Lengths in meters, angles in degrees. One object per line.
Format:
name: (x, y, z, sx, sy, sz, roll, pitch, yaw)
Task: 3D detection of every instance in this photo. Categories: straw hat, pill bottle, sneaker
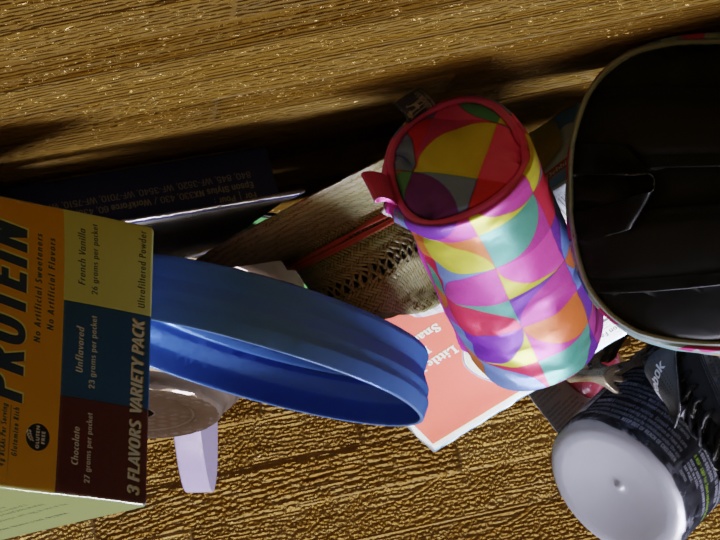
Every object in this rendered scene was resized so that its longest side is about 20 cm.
straw hat: (0.007, -0.009, 1.458, 0.201, 0.085, 0.201, -27, -179, 0)
pill bottle: (0.221, 0.090, 1.727, 0.200, 0.106, 0.106, -39, -167, -37)
sneaker: (0.216, 0.080, 1.604, 0.090, 0.067, 0.200, 8, -143, 2)

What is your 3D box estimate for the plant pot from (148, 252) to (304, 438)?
plant pot: (-0.135, 0.044, 1.609, 0.200, 0.093, 0.201, 1, 158, 0)

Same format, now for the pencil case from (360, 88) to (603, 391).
pencil case: (0.068, -0.013, 1.381, 0.088, 0.089, 0.200, -13, 146, 13)

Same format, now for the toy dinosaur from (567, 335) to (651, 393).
toy dinosaur: (0.118, 0.050, 1.654, 0.200, 0.058, 0.101, 7, 170, -43)

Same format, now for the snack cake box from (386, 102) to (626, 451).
snack cake box: (0.084, 0.007, 1.544, 0.200, 0.067, 0.115, -33, 123, 22)

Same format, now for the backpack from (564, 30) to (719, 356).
backpack: (0.208, -0.038, 1.366, 0.199, 0.178, 0.151, -2, 176, 8)

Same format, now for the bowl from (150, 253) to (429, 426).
bowl: (-0.056, 0.037, 1.426, 0.200, 0.040, 0.201, 15, 169, 3)

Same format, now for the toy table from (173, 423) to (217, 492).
toy table: (-0.163, 0.069, 1.819, 0.117, 0.201, 0.184, -2, -151, 2)

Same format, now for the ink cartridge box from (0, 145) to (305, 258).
ink cartridge box: (-0.150, -0.027, 1.411, 0.197, 0.047, 0.200, -10, 172, -18)

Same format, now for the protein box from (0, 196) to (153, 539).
protein box: (-0.233, 0.046, 1.228, 0.199, 0.135, 0.198, 11, 162, -37)

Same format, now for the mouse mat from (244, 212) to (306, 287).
mouse mat: (0.000, 0.000, 1.630, 0.199, 0.008, 0.161, 3, 156, -3)

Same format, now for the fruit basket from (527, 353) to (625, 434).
fruit basket: (0.119, 0.044, 1.821, 0.094, 0.200, 0.185, -32, 180, 24)
